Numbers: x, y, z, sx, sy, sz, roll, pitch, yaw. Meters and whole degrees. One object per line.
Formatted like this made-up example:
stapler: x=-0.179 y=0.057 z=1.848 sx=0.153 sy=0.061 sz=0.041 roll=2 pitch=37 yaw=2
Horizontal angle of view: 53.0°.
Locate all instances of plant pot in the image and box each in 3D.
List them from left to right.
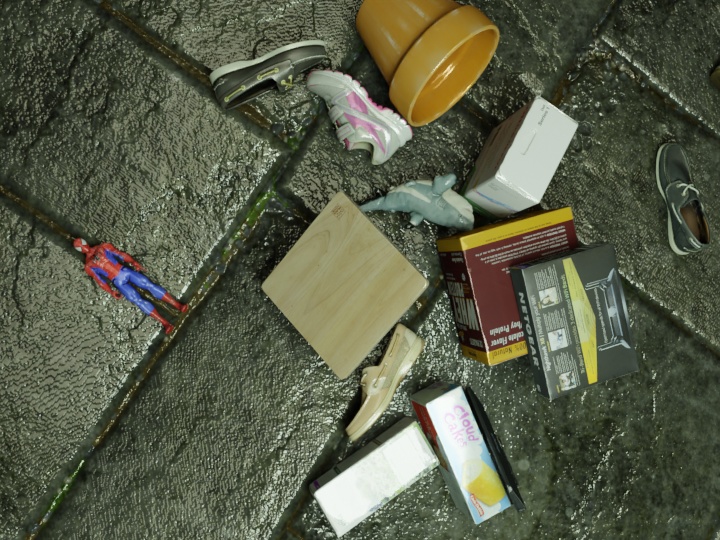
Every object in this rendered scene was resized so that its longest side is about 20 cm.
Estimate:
plant pot: x=0.093 y=-0.373 z=1.172 sx=0.199 sy=0.201 sz=0.184 roll=-39 pitch=77 yaw=-11

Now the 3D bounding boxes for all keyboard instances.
keyboard: x=0.216 y=0.290 z=1.153 sx=0.020 sy=0.202 sz=0.128 roll=-27 pitch=132 yaw=10

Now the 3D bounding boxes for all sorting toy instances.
sorting toy: x=-0.019 y=0.023 z=1.122 sx=0.199 sy=0.069 sz=0.201 roll=46 pitch=103 yaw=15

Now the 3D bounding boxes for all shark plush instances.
shark plush: x=0.089 y=-0.108 z=1.189 sx=0.194 sy=0.091 sz=0.086 roll=4 pitch=74 yaw=-6

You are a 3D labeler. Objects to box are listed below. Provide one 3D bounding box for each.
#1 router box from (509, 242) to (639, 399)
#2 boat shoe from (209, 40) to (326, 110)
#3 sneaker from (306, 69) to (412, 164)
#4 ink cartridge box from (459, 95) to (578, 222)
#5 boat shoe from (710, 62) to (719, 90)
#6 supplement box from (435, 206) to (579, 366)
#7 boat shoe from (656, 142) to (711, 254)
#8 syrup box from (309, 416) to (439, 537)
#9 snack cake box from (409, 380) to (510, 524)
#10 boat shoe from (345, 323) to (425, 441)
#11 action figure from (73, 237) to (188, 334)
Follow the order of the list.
router box: x=0.326 y=0.074 z=1.102 sx=0.153 sy=0.052 sz=0.205 roll=-14 pitch=94 yaw=-10
boat shoe: x=-0.143 y=-0.317 z=1.175 sx=0.197 sy=0.072 sz=0.062 roll=-20 pitch=87 yaw=-3
sneaker: x=-0.013 y=-0.250 z=1.187 sx=0.198 sy=0.081 sz=0.089 roll=36 pitch=85 yaw=-1
ink cartridge box: x=0.248 y=-0.173 z=1.169 sx=0.083 sy=0.200 sz=0.147 roll=30 pitch=82 yaw=-6
boat shoe: x=0.746 y=-0.332 z=1.336 sx=0.198 sy=0.073 sz=0.066 roll=33 pitch=86 yaw=-6
supplement box: x=0.251 y=0.023 z=1.181 sx=0.193 sy=0.133 sz=0.205 roll=-15 pitch=94 yaw=-11
boat shoe: x=0.584 y=-0.134 z=1.297 sx=0.070 sy=0.068 sz=0.205 roll=-9 pitch=86 yaw=-9
syrup box: x=0.021 y=0.325 z=1.151 sx=0.198 sy=0.081 sz=0.080 roll=-33 pitch=90 yaw=-10
snack cake box: x=0.157 y=0.287 z=1.162 sx=0.066 sy=0.115 sz=0.204 roll=-23 pitch=91 yaw=-9
boat shoe: x=0.028 y=0.181 z=1.174 sx=0.064 sy=0.071 sz=0.202 roll=35 pitch=73 yaw=0
action figure: x=-0.363 y=0.015 z=1.123 sx=0.198 sy=0.052 sz=0.066 roll=37 pitch=84 yaw=-3
